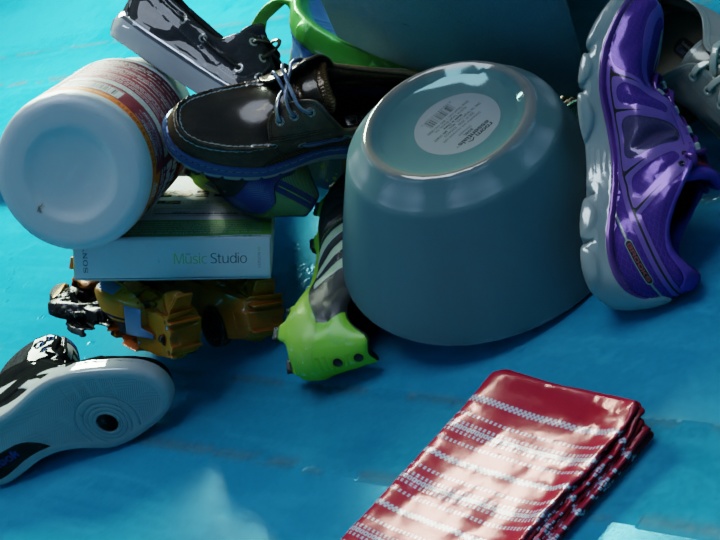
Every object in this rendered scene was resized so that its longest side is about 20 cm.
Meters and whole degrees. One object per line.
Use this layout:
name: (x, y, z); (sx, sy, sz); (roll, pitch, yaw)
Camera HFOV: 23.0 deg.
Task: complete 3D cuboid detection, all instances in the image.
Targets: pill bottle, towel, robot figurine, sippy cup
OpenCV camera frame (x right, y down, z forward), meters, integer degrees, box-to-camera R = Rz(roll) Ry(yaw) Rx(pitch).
pill bottle: (-0.182, -0.092, 1.273); (0.109, 0.110, 0.200); (-26, 11, 14)
towel: (0.057, 0.134, 0.986); (0.200, 0.023, 0.144); (-44, 27, -21)
robot figurine: (-0.148, 0.017, 1.326); (0.144, 0.059, 0.199); (-11, 18, -34)
sippy cup: (-0.003, -0.134, 1.359); (0.138, 0.131, 0.178); (-1, 34, -31)

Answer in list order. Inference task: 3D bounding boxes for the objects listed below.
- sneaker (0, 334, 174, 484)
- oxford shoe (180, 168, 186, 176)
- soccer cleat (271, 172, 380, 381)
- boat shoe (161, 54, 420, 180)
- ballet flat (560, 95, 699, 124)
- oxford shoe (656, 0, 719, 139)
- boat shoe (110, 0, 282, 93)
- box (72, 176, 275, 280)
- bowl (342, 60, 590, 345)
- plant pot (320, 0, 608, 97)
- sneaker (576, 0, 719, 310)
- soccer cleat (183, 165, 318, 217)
sneaker: (-0.214, 0.080, 1.320); (0.198, 0.073, 0.112); (-21, 30, 26)
oxford shoe: (-0.146, -0.054, 1.498); (0.199, 0.071, 0.072); (-34, 66, 25)
soccer cleat: (0.000, 0.000, 1.241); (0.080, 0.068, 0.201); (-8, 40, 22)
boat shoe: (-0.039, -0.115, 1.225); (0.198, 0.073, 0.073); (-8, 64, -17)
ballet flat: (0.226, -0.131, 1.215); (0.199, 0.068, 0.072); (-22, 11, 31)
oxford shoe: (0.238, -0.114, 1.105); (0.076, 0.058, 0.200); (-54, 49, 8)
boat shoe: (-0.092, -0.155, 1.306); (0.067, 0.199, 0.070); (-60, -19, 8)
box: (-0.136, -0.035, 1.340); (0.142, 0.037, 0.200); (-1, 14, -1)
bowl: (0.068, -0.060, 1.149); (0.198, 0.106, 0.202); (-13, 42, 12)
plant pot: (0.072, -0.221, 1.222); (0.198, 0.142, 0.142); (6, 56, 25)
sneaker: (0.181, -0.075, 1.087); (0.082, 0.081, 0.203); (-6, 75, 23)
soccer cleat: (-0.081, -0.075, 1.339); (0.065, 0.083, 0.200); (-61, 17, 4)
